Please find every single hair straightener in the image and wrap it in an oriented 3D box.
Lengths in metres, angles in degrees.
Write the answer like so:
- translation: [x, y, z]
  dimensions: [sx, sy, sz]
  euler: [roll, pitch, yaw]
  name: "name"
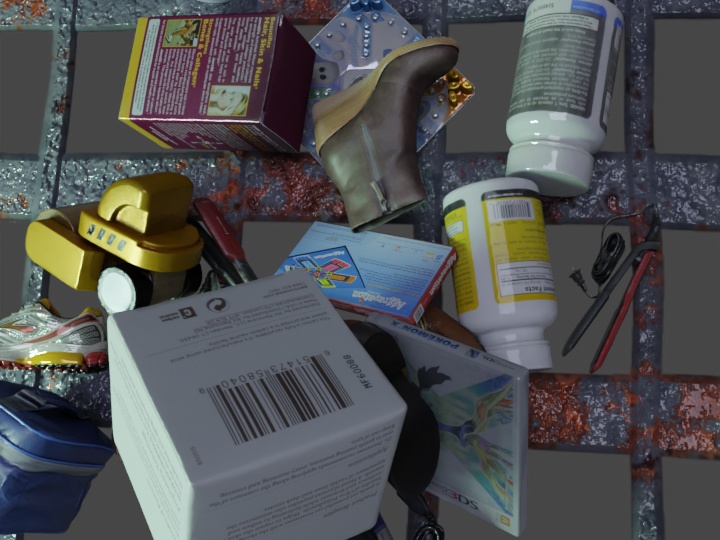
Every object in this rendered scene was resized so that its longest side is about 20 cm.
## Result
- translation: [-0.154, 0.015, 1.004]
  dimensions: [0.077, 0.041, 0.201]
  euler: [-41, 82, 25]
  name: "hair straightener"
- translation: [0.273, 0.009, 0.943]
  dimensions: [0.076, 0.041, 0.202]
  euler: [28, 85, 11]
  name: "hair straightener"

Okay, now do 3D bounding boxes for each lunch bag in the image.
- translation: [-0.368, 0.192, 0.920]
  dimensions: [0.134, 0.200, 0.134]
  euler: [30, 82, 17]
  name: "lunch bag"

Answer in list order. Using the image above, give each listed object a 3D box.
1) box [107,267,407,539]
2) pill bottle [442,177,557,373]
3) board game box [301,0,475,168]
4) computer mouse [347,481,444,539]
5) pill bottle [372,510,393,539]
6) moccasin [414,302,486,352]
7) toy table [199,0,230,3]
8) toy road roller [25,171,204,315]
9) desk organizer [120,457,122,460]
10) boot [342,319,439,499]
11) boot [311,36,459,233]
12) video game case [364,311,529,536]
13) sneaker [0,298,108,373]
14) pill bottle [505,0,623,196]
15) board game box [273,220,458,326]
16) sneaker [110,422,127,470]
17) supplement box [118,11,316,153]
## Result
- translation: [-0.099, 0.138, 0.750]
  dimensions: [0.196, 0.174, 0.200]
  euler: [-14, 44, -29]
  name: "box"
- translation: [0.154, 0.011, 0.924]
  dimensions: [0.109, 0.111, 0.204]
  euler: [-7, 79, 6]
  name: "pill bottle"
- translation: [0.005, -0.219, 1.029]
  dimensions: [0.200, 0.026, 0.200]
  euler: [-44, 78, -1]
  name: "board game box"
- translation: [-0.008, 0.245, 0.826]
  dimensions: [0.199, 0.046, 0.141]
  euler: [40, 66, 3]
  name: "computer mouse"
- translation: [-0.047, 0.254, 0.904]
  dimensions: [0.118, 0.120, 0.202]
  euler: [-29, 77, 2]
  name: "pill bottle"
- translation: [0.068, 0.075, 0.900]
  dimensions: [0.077, 0.075, 0.202]
  euler: [-12, 44, -31]
  name: "moccasin"
- translation: [-0.223, -0.441, 1.055]
  dimensions: [0.199, 0.117, 0.185]
  euler: [35, 86, 13]
  name: "toy table"
- translation: [-0.266, -0.051, 0.954]
  dimensions: [0.198, 0.122, 0.148]
  euler: [26, 111, 22]
  name: "toy road roller"
- translation: [-0.160, 0.147, 0.910]
  dimensions: [0.072, 0.076, 0.201]
  euler: [49, 60, -22]
  name: "desk organizer"
- translation: [-0.014, 0.126, 0.873]
  dimensions: [0.068, 0.199, 0.190]
  euler: [-36, 113, -22]
  name: "boot"
- translation: [0.048, -0.152, 0.958]
  dimensions: [0.198, 0.072, 0.169]
  euler: [-27, 71, 14]
  name: "boot"
- translation: [0.086, 0.155, 0.855]
  dimensions: [0.180, 0.203, 0.022]
  euler: [18, 37, 35]
  name: "video game case"
- translation: [-0.397, 0.077, 1.014]
  dimensions: [0.196, 0.078, 0.084]
  euler: [2, 76, -1]
  name: "sneaker"
- translation: [0.225, -0.193, 0.949]
  dimensions: [0.111, 0.114, 0.204]
  euler: [10, 81, 9]
  name: "pill bottle"
- translation: [0.000, 0.000, 0.931]
  dimensions: [0.197, 0.020, 0.103]
  euler: [13, 53, 37]
  name: "board game box"
- translation: [-0.231, 0.129, 0.967]
  dimensions: [0.070, 0.097, 0.204]
  euler: [29, 70, -29]
  name: "sneaker"
- translation: [-0.167, -0.219, 0.995]
  dimensions: [0.196, 0.103, 0.134]
  euler: [6, 80, 23]
  name: "supplement box"
